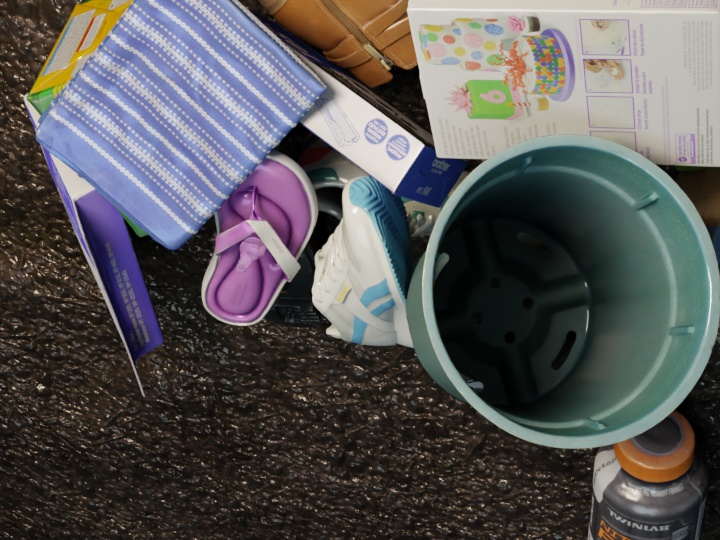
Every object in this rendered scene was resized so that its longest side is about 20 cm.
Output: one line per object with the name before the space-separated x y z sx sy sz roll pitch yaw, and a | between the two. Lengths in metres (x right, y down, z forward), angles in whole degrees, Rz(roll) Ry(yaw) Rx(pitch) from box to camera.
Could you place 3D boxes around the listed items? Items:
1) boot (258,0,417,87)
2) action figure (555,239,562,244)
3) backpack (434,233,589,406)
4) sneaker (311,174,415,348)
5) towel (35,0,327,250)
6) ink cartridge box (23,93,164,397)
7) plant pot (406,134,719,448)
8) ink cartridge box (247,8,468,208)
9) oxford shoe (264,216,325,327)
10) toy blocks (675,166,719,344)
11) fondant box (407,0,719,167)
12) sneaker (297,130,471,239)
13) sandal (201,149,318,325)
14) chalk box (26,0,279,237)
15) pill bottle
boot | 0.015 -0.213 1.146 0.155 0.077 0.199 40 133 -25
action figure | 0.177 -0.095 1.173 0.118 0.055 0.201 34 142 35
backpack | 0.148 0.040 1.306 0.198 0.127 0.167 4 137 -21
sneaker | 0.000 0.000 1.241 0.080 0.077 0.201 0 146 8
towel | -0.135 -0.115 1.155 0.145 0.024 0.200 41 125 -8
ink cartridge box | -0.219 -0.027 1.372 0.043 0.201 0.199 -21 136 -9
plant pot | 0.120 0.021 1.121 0.199 0.202 0.196 26 171 -7
ink cartridge box | -0.021 -0.123 1.185 0.200 0.094 0.044 38 100 21
oxford shoe | -0.064 -0.019 1.361 0.072 0.085 0.200 8 162 2
toy blocks | 0.282 0.003 1.203 0.099 0.138 0.200 -1 146 44
fondant box | 0.140 -0.137 1.055 0.198 0.059 0.145 2 144 14
sneaker | 0.034 -0.045 1.309 0.198 0.094 0.071 23 140 -3
sandal | -0.079 -0.014 1.241 0.082 0.050 0.203 9 141 -4
chalk box | -0.143 -0.118 1.273 0.123 0.125 0.201 -15 128 28
pill bottle | 0.266 0.212 1.489 0.105 0.107 0.201 9 138 13
